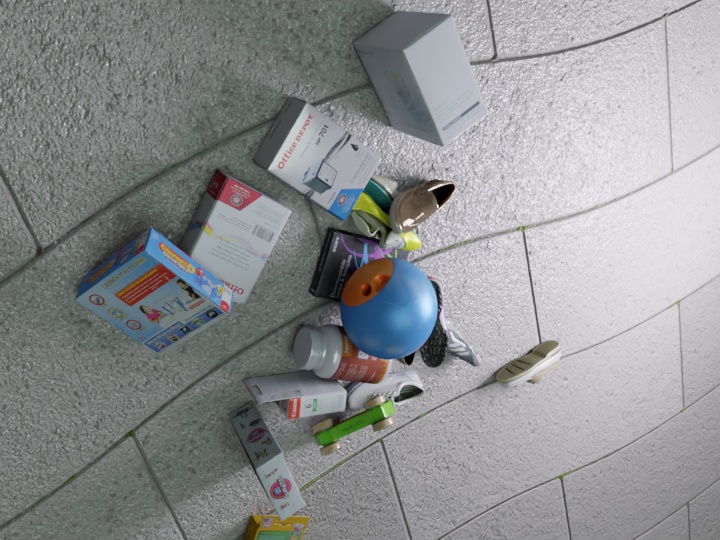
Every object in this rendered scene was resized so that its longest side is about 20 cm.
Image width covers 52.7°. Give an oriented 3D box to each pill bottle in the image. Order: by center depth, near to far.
[{"bbox_3d":[-0.038,0.176,1.542,0.197,0.112,0.114,12,103,-32],"label":"pill bottle"}]

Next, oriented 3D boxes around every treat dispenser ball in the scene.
[{"bbox_3d":[0.056,0.076,1.462,0.197,0.200,0.205,-10,113,-24],"label":"treat dispenser ball"}]

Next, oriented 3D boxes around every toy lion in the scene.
[{"bbox_3d":[-0.014,0.330,1.572,0.197,0.192,0.070,-26,81,9],"label":"toy lion"}]

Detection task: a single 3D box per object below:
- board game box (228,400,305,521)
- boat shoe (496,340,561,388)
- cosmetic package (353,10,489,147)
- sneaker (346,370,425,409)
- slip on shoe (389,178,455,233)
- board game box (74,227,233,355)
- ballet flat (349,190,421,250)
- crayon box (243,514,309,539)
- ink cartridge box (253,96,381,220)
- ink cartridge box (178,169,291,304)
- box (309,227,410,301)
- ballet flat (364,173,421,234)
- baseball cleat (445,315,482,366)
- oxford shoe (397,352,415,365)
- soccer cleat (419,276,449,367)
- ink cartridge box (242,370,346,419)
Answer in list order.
[{"bbox_3d":[-0.193,0.385,1.484,0.063,0.200,0.150,-27,119,-16],"label":"board game box"},{"bbox_3d":[0.435,0.254,1.853,0.197,0.074,0.070,-26,113,-19],"label":"boat shoe"},{"bbox_3d":[0.111,-0.364,1.367,0.122,0.199,0.202,-35,121,-12],"label":"cosmetic package"},{"bbox_3d":[0.057,0.277,1.657,0.196,0.071,0.075,-14,115,-23],"label":"sneaker"},{"bbox_3d":[0.130,-0.136,1.496,0.199,0.060,0.077,-33,110,-47],"label":"slip on shoe"},{"bbox_3d":[-0.362,0.044,1.288,0.198,0.057,0.196,-28,128,27],"label":"board game box"},{"bbox_3d":[0.042,-0.086,1.499,0.199,0.066,0.068,39,53,-21],"label":"ballet flat"},{"bbox_3d":[-0.207,0.633,1.660,0.124,0.051,0.204,14,102,-32],"label":"crayon box"},{"bbox_3d":[-0.081,-0.212,1.390,0.198,0.086,0.148,30,93,-35],"label":"ink cartridge box"},{"bbox_3d":[-0.243,-0.062,1.358,0.144,0.083,0.203,25,96,-33],"label":"ink cartridge box"},{"bbox_3d":[0.000,0.000,1.543,0.197,0.036,0.146,11,103,-30],"label":"box"},{"bbox_3d":[0.065,-0.149,1.517,0.200,0.067,0.063,47,56,-36],"label":"ballet flat"},{"bbox_3d":[0.200,0.175,1.708,0.106,0.070,0.200,-42,113,-1],"label":"baseball cleat"},{"bbox_3d":[0.109,0.113,1.621,0.069,0.075,0.204,-7,111,-23],"label":"oxford shoe"},{"bbox_3d":[0.161,0.113,1.620,0.067,0.073,0.205,-4,103,6],"label":"soccer cleat"},{"bbox_3d":[-0.139,0.261,1.521,0.196,0.109,0.051,-4,111,-27],"label":"ink cartridge box"}]
